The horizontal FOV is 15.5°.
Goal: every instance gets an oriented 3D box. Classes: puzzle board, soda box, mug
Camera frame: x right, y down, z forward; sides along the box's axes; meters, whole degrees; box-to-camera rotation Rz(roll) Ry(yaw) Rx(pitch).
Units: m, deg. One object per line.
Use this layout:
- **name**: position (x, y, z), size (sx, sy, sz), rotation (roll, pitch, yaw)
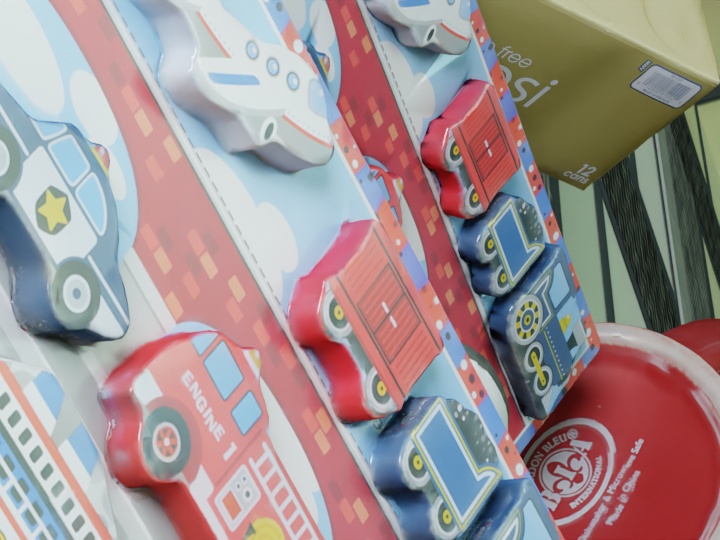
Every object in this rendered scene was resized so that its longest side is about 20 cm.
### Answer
- **puzzle board**: position (0.000, 0.000, 0.713), size (0.151, 0.017, 0.201), rotation (-50, 134, -30)
- **soda box**: position (0.010, -0.096, 0.774), size (0.199, 0.064, 0.068), rotation (22, 46, -35)
- **puzzle board**: position (-0.024, 0.040, 0.460), size (0.151, 0.017, 0.201), rotation (-52, 122, -42)
- **mug**: position (0.089, 0.093, 0.917), size (0.200, 0.132, 0.179), rotation (65, 19, -58)

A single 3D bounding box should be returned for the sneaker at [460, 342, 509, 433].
- **sneaker**: position (-0.012, 0.105, 0.585), size (0.201, 0.080, 0.087), rotation (85, 15, -48)
